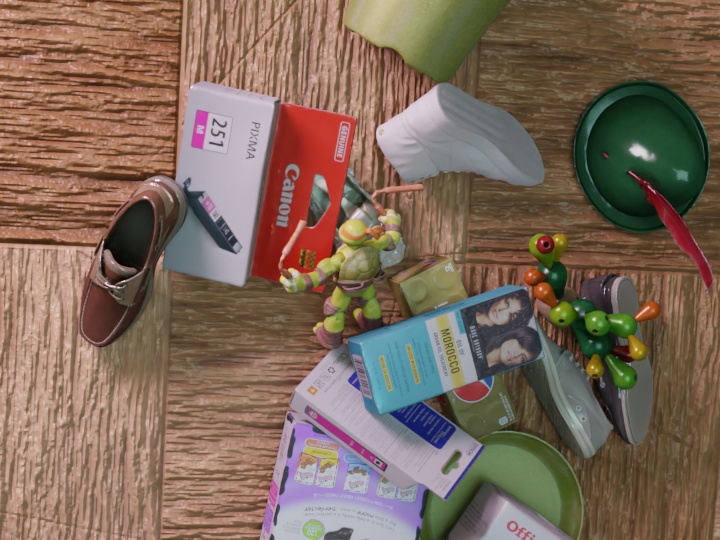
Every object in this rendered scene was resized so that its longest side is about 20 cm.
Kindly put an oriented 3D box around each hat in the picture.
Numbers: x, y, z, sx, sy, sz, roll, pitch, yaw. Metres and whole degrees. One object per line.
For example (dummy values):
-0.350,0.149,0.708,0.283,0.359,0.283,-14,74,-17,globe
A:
0.347,-0.113,1.456,0.165,0.176,0.201,-38,101,-6,hat

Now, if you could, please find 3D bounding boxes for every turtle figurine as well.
0.000,0.000,1.404,0.199,0.064,0.162,-32,141,-33,turtle figurine

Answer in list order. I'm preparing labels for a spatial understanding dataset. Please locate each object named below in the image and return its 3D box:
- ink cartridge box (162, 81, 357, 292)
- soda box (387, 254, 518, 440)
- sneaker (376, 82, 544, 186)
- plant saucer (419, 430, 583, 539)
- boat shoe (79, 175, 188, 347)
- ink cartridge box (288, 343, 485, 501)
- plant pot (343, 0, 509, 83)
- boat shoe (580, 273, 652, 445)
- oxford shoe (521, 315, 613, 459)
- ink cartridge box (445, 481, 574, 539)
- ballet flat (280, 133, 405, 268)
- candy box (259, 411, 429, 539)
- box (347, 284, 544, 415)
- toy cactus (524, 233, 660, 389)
-0.107,-0.081,1.397,0.172,0.044,0.202,13,106,5,ink cartridge box
0.102,0.087,1.484,0.067,0.064,0.201,-25,99,-9,soda box
0.106,-0.132,1.467,0.199,0.115,0.074,27,49,-40,sneaker
0.158,0.280,1.530,0.198,0.031,0.202,-1,96,-12,plant saucer
-0.249,-0.006,1.380,0.075,0.072,0.201,28,109,6,boat shoe
0.028,0.166,1.432,0.199,0.037,0.095,34,46,12,ink cartridge box
0.080,-0.306,1.394,0.199,0.201,0.185,27,101,-12,plant pot
0.294,0.101,1.536,0.067,0.057,0.202,-19,105,-45,boat shoe
0.227,0.119,1.509,0.058,0.075,0.201,-33,104,-12,oxford shoe
0.150,0.361,1.478,0.145,0.083,0.201,35,89,-12,ink cartridge box
-0.024,-0.074,1.444,0.072,0.072,0.200,-43,102,-5,ballet flat
-0.019,0.273,1.474,0.166,0.072,0.202,12,92,-12,candy box
0.092,0.083,1.418,0.198,0.049,0.083,-18,97,-17,box
0.237,0.035,1.454,0.102,0.165,0.200,-46,102,-5,toy cactus
